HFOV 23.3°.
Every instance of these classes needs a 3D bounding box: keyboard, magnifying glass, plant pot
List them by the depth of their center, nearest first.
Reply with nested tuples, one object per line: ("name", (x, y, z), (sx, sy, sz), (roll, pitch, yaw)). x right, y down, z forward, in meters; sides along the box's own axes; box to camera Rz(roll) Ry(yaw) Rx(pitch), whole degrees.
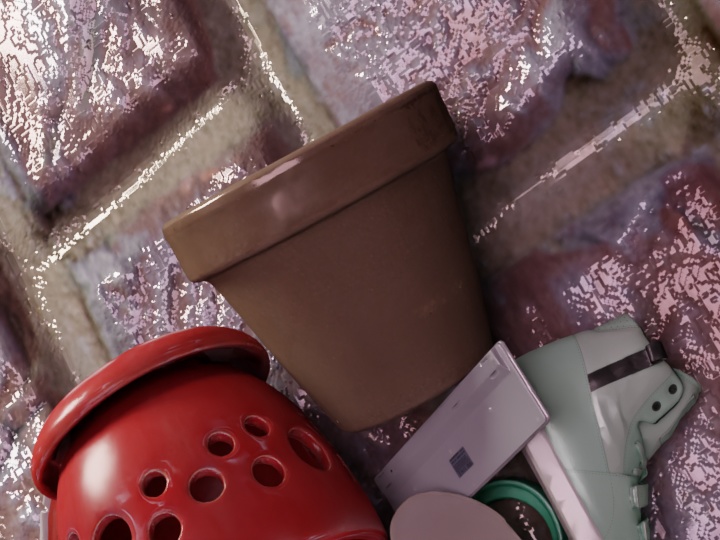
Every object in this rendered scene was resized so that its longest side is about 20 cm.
("keyboard", (0.060, 0.114, 1.097), (0.056, 0.011, 0.200), (54, 145, 13))
("plant pot", (0.000, 0.000, 1.112), (0.199, 0.200, 0.176), (-28, 94, 22))
("magnifying glass", (0.092, 0.236, 1.130), (0.079, 0.022, 0.203), (4, 90, 26))
("plant pot", (-0.109, 0.153, 1.135), (0.200, 0.200, 0.183), (-42, 67, 18))

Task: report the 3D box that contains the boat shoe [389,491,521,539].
("boat shoe", (0.100, 0.221, 1.078), (0.075, 0.093, 0.199), (-40, 53, -21))

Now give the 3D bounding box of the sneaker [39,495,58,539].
("sneaker", (-0.188, 0.190, 1.253), (0.081, 0.077, 0.203), (9, 92, -1))

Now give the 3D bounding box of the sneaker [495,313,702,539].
("sneaker", (0.174, 0.127, 1.070), (0.117, 0.074, 0.202), (-28, 92, -3))
